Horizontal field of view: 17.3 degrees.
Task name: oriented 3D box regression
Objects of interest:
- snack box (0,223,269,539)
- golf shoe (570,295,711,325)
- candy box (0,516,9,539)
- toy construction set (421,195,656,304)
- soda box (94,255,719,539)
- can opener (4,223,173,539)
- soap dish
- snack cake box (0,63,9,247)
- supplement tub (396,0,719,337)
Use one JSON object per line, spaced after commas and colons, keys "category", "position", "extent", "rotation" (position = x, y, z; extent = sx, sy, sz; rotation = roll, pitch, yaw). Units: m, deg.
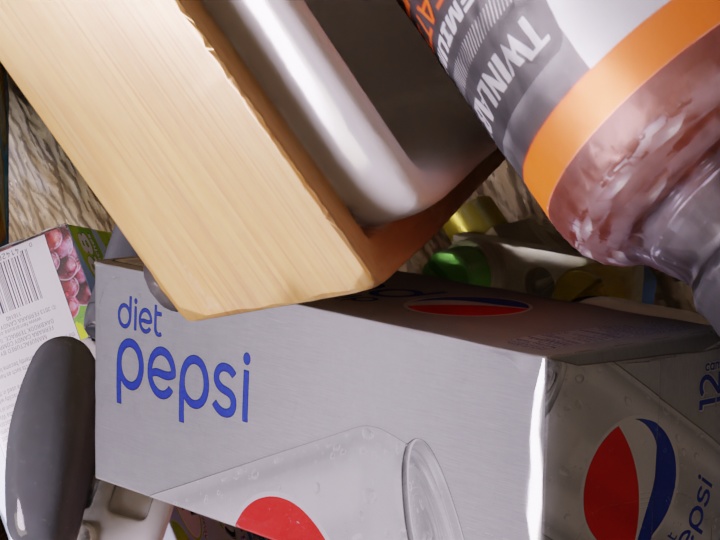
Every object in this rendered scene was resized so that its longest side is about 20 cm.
{"category": "snack box", "position": [-0.083, 0.089, 0.918], "extent": [0.169, 0.067, 0.201], "rotation": [16, -127, -78]}
{"category": "golf shoe", "position": [0.129, 0.044, 0.593], "extent": [0.200, 0.078, 0.095], "rotation": [32, 136, 29]}
{"category": "candy box", "position": [-0.118, 0.180, 0.888], "extent": [0.201, 0.056, 0.117], "rotation": [65, -169, 6]}
{"category": "toy construction set", "position": [0.000, 0.000, 0.751], "extent": [0.200, 0.092, 0.132], "rotation": [46, 121, 36]}
{"category": "soda box", "position": [0.005, 0.038, 0.633], "extent": [0.199, 0.063, 0.069], "rotation": [11, 103, 51]}
{"category": "can opener", "position": [-0.071, 0.008, 0.809], "extent": [0.053, 0.201, 0.067], "rotation": [12, 160, 13]}
{"category": "soap dish", "position": [-0.046, -0.088, 0.629], "extent": [0.081, 0.157, 0.200], "rotation": [-34, 93, 21]}
{"category": "snack cake box", "position": [-0.186, -0.062, 0.998], "extent": [0.201, 0.067, 0.115], "rotation": [-100, 7, -50]}
{"category": "supplement tub", "position": [0.064, -0.076, 0.568], "extent": [0.200, 0.107, 0.107], "rotation": [56, 153, 18]}
